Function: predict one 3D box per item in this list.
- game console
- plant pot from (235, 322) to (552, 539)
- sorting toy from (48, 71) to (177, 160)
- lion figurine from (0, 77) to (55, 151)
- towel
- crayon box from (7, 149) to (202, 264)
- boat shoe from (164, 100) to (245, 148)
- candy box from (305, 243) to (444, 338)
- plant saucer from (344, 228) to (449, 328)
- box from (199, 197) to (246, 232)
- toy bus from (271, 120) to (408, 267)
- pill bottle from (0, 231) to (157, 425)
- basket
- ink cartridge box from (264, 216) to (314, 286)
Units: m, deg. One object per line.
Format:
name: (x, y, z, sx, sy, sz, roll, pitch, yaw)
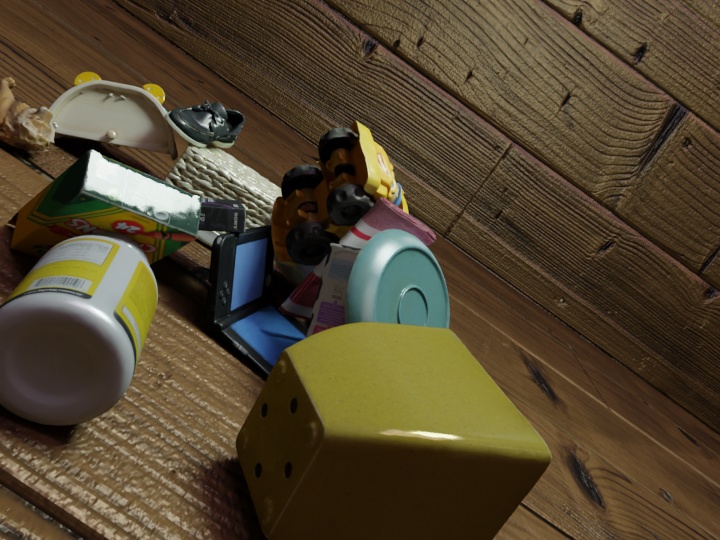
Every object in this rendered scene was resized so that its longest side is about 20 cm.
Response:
game console: (-0.114, 0.038, 0.889, 0.116, 0.176, 0.200, 9, 9, 10)
plant pot: (0.004, 0.164, 0.607, 0.200, 0.196, 0.194, 16, 22, -32)
sorting toy: (-0.389, -0.236, 1.105, 0.200, 0.107, 0.180, 10, -9, -7)
lion figurine: (-0.519, -0.222, 0.892, 0.200, 0.073, 0.123, 7, 41, -36)
towel: (0.000, 0.000, 0.890, 0.144, 0.200, 0.023, 24, 24, -54)
crayon box: (-0.278, -0.044, 0.707, 0.127, 0.200, 0.051, 23, 58, -40)
boat shoe: (-0.239, -0.241, 1.069, 0.075, 0.066, 0.199, 52, 15, 9)
candy box: (0.014, 0.084, 0.836, 0.071, 0.200, 0.168, 11, -5, 40)
plant saucer: (0.054, 0.050, 0.785, 0.027, 0.201, 0.200, -3, -15, 38)
box: (-0.252, -0.079, 0.866, 0.200, 0.036, 0.143, 4, 9, -15)
toy bus: (0.000, -0.079, 0.925, 0.192, 0.200, 0.136, 22, 44, -34)
pill bottle: (-0.239, 0.035, 0.580, 0.112, 0.112, 0.200, 31, 14, -18)
basket: (-0.229, -0.117, 1.098, 0.200, 0.123, 0.136, 31, 13, -16)
ink cartridge box: (-0.085, -0.028, 1.066, 0.116, 0.067, 0.200, 44, -15, 14)
